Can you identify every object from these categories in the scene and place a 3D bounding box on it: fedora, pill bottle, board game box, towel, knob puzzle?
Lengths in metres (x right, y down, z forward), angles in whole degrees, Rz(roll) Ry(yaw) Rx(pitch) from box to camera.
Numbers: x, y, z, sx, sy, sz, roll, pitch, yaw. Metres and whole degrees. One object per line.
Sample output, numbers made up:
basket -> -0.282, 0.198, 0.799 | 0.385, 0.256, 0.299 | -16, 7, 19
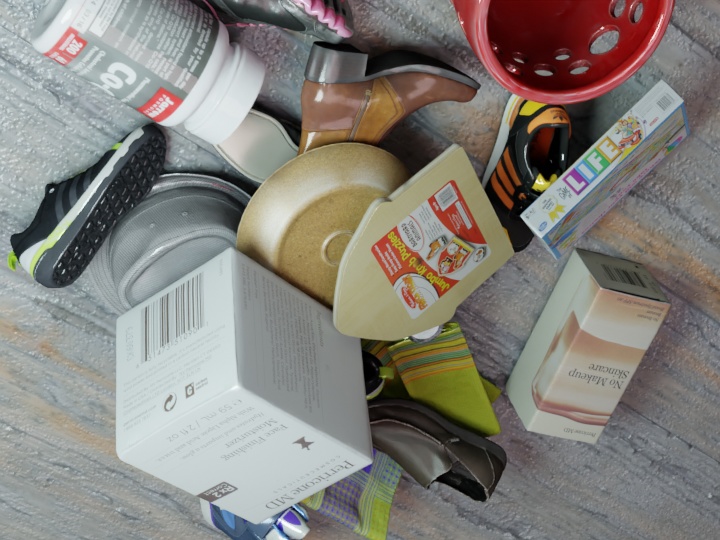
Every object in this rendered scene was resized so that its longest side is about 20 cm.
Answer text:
fedora -> -0.185, -0.004, 1.690 | 0.198, 0.090, 0.178 | -13, 114, 0
pill bottle -> -0.195, -0.207, 1.550 | 0.199, 0.114, 0.114 | 31, 110, -23
board game box -> 0.259, -0.102, 1.742 | 0.200, 0.034, 0.134 | -44, 163, 3
towel -> 0.095, 0.133, 1.862 | 0.085, 0.018, 0.201 | -13, 135, 12
towel -> -0.020, 0.209, 1.882 | 0.023, 0.145, 0.200 | -7, 145, 46
towel -> 0.068, 0.124, 1.900 | 0.199, 0.018, 0.086 | 35, 108, -32
knob puzzle -> 0.047, -0.012, 1.659 | 0.218, 0.030, 0.221 | -21, 132, -25

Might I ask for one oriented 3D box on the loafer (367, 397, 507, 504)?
loafer -> 0.077, 0.205, 1.870 | 0.199, 0.072, 0.073 | 21, 138, -15

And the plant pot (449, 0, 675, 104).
plant pot -> 0.177, -0.284, 1.572 | 0.198, 0.183, 0.202 | -7, 124, -10

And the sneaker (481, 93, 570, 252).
sneaker -> 0.176, -0.094, 1.753 | 0.069, 0.090, 0.202 | 0, 122, -16

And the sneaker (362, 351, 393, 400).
sneaker -> -0.065, 0.103, 1.788 | 0.198, 0.083, 0.072 | -1, 79, -3

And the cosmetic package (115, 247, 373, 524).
cosmetic package -> -0.114, 0.117, 1.624 | 0.164, 0.166, 0.200 | -31, 136, 28

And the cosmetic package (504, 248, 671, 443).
cosmetic package -> 0.257, 0.088, 1.897 | 0.103, 0.087, 0.201 | 11, 119, -23

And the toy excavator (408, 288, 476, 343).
toy excavator -> 0.000, 0.000, 1.777 | 0.199, 0.100, 0.195 | 31, 112, -15

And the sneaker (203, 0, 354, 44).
sneaker -> -0.099, -0.263, 1.586 | 0.199, 0.079, 0.095 | 26, 128, -25

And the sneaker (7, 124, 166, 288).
sneaker -> -0.278, -0.076, 1.648 | 0.200, 0.083, 0.072 | -51, 155, -8

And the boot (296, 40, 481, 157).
boot -> 0.018, -0.117, 1.660 | 0.187, 0.068, 0.202 | 1, 110, -29

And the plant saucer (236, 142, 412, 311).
plant saucer -> -0.025, -0.031, 1.654 | 0.198, 0.035, 0.202 | -13, 127, -18

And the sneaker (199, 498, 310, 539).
sneaker -> -0.114, 0.240, 1.851 | 0.081, 0.146, 0.201 | -46, 145, -37

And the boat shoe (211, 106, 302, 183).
boat shoe -> -0.076, -0.116, 1.694 | 0.199, 0.057, 0.067 | 24, 97, -23
